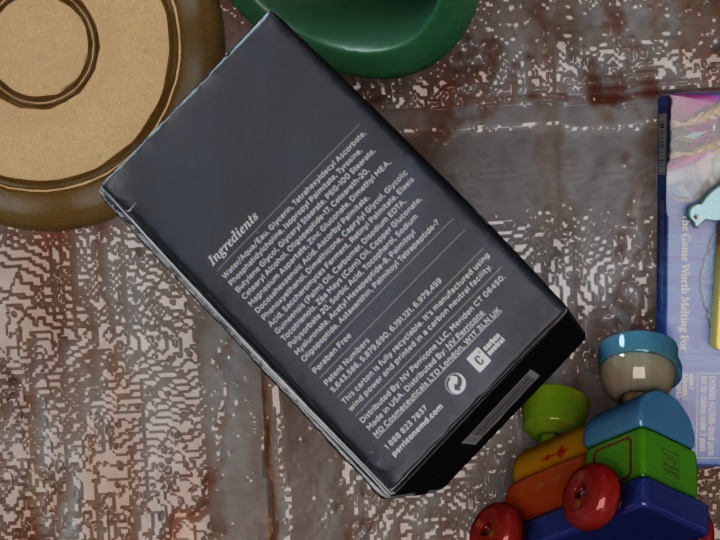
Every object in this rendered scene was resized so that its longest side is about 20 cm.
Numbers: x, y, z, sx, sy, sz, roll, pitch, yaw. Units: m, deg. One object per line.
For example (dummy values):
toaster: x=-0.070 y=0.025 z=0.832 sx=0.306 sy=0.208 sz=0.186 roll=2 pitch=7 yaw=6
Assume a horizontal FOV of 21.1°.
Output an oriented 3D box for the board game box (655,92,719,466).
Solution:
board game box: x=0.260 y=0.005 z=1.043 sx=0.197 sy=0.043 sz=0.202 roll=0 pitch=94 yaw=1

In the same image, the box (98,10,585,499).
box: x=0.000 y=0.000 z=0.954 sx=0.197 sy=0.200 sz=0.124 roll=44 pitch=92 yaw=10

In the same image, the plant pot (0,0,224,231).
plant pot: x=-0.174 y=-0.122 z=1.055 sx=0.198 sy=0.027 sz=0.202 roll=0 pitch=92 yaw=1

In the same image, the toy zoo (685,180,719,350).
toy zoo: x=0.266 y=-0.005 z=1.009 sx=0.198 sy=0.020 sz=0.132 roll=14 pitch=94 yaw=0

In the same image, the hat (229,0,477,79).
hat: x=0.032 y=-0.213 z=1.022 sx=0.199 sy=0.166 sz=0.176 roll=31 pitch=49 yaw=10

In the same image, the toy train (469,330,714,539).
toy train: x=0.098 y=0.114 z=1.035 sx=0.084 sy=0.199 sz=0.117 roll=26 pitch=54 yaw=-30
